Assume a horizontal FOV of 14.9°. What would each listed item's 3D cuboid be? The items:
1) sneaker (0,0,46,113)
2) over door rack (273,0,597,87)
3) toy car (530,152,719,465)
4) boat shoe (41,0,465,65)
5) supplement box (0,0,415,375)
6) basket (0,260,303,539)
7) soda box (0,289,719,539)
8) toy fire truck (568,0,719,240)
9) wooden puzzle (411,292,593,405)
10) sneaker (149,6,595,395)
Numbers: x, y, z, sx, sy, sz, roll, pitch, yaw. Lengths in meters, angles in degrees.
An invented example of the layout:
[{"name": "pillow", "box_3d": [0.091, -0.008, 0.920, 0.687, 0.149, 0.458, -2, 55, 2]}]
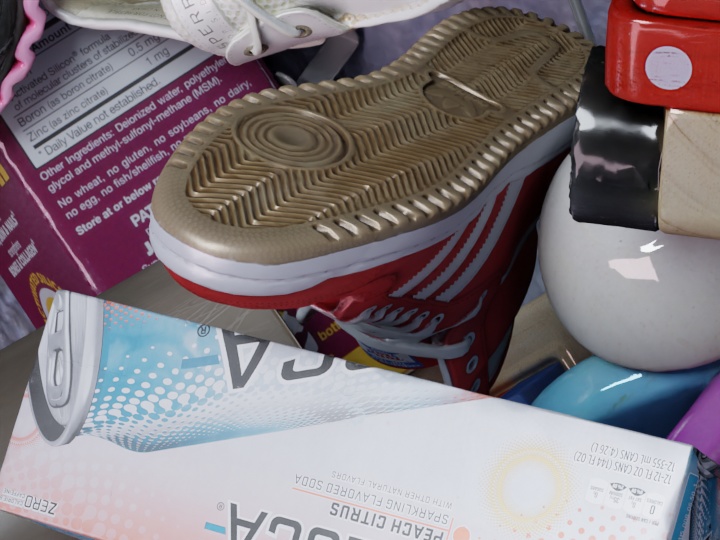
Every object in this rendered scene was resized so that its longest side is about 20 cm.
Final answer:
[{"name": "sneaker", "box_3d": [-0.148, -0.127, 0.887, 0.079, 0.095, 0.201, 21, 116, 23]}, {"name": "over door rack", "box_3d": [0.026, -0.120, 0.912, 0.147, 0.067, 0.200, 27, 148, 32]}, {"name": "toy car", "box_3d": [0.130, 0.055, 0.812, 0.199, 0.150, 0.175, 24, 169, 34]}, {"name": "boat shoe", "box_3d": [-0.033, -0.095, 0.879, 0.200, 0.069, 0.071, 3, 133, 52]}, {"name": "supplement box", "box_3d": [-0.077, -0.020, 1.029, 0.200, 0.103, 0.131, 56, 163, 0]}, {"name": "basket", "box_3d": [-0.096, 0.088, 0.891, 0.136, 0.200, 0.180, 54, 178, 32]}, {"name": "soda box", "box_3d": [0.002, 0.063, 0.759, 0.199, 0.069, 0.064, 13, 171, 25]}, {"name": "toy fire truck", "box_3d": [0.132, -0.122, 0.714, 0.128, 0.176, 0.201, 7, 120, 11]}, {"name": "wooden puzzle", "box_3d": [0.070, 0.118, 1.046, 0.186, 0.046, 0.200, 56, 143, -1]}, {"name": "sneaker", "box_3d": [0.000, 0.000, 0.800, 0.071, 0.200, 0.113, 32, 122, 21]}]
